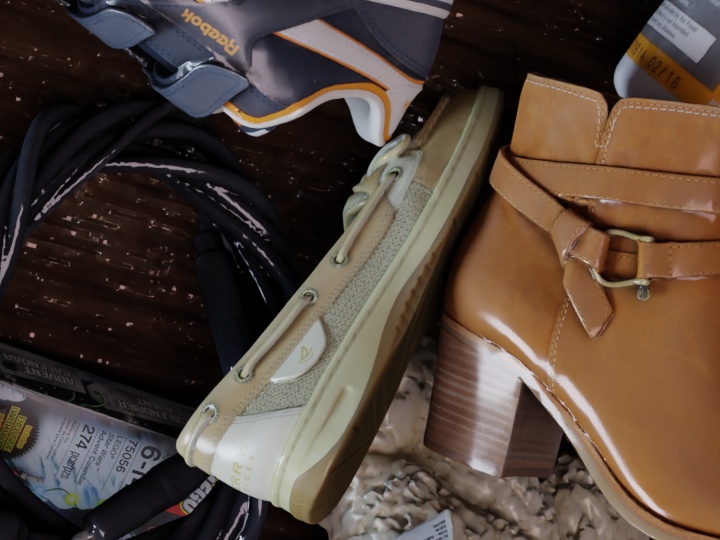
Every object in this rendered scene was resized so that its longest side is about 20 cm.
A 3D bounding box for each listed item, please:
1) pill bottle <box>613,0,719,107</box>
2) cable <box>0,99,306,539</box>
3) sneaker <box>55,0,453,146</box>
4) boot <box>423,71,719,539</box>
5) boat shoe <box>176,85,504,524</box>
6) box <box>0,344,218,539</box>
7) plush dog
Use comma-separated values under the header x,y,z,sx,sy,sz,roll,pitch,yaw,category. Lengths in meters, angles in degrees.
x,y,z,sx,sy,sz,roll,pitch,yaw,category
0.201,-0.119,0.764,0.116,0.116,0.200,30,105,-24,pill bottle
-0.090,0.029,0.756,0.163,0.051,0.201,27,76,-18,cable
-0.062,-0.096,0.727,0.199,0.078,0.080,12,99,-20,sneaker
0.122,0.018,0.707,0.199,0.074,0.155,17,96,23,boot
0.000,0.002,0.761,0.063,0.201,0.073,22,155,11,boat shoe
-0.150,0.136,0.831,0.136,0.040,0.201,20,108,-23,box
0.057,0.130,0.844,0.171,0.160,0.201,-8,121,-40,plush dog
